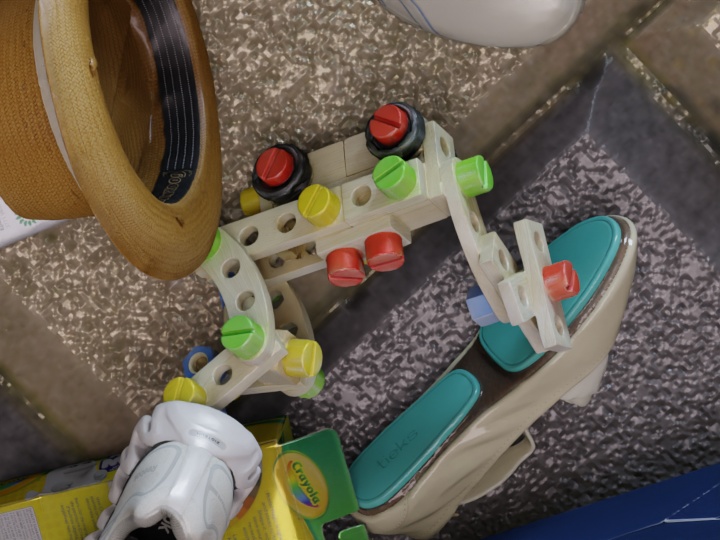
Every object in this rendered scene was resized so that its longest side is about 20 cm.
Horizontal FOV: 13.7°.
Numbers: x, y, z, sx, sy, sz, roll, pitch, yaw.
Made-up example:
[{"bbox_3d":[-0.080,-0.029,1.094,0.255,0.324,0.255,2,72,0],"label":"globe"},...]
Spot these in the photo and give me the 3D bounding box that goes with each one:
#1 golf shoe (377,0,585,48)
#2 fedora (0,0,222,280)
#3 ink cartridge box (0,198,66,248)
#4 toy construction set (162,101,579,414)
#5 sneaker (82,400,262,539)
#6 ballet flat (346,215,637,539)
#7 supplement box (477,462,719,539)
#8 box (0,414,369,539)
[{"bbox_3d":[0.017,-0.157,1.382,0.200,0.097,0.078,27,100,-11],"label":"golf shoe"},{"bbox_3d":[-0.129,-0.083,1.351,0.082,0.201,0.201,-14,105,16],"label":"fedora"},{"bbox_3d":[-0.260,-0.080,1.416,0.200,0.043,0.197,-22,106,3],"label":"ink cartridge box"},{"bbox_3d":[0.000,0.000,1.405,0.200,0.092,0.131,-11,60,10],"label":"toy construction set"},{"bbox_3d":[-0.107,0.156,1.397,0.075,0.081,0.200,19,124,-2],"label":"sneaker"},{"bbox_3d":[0.075,0.058,1.463,0.069,0.069,0.200,43,101,-12],"label":"ballet flat"},{"bbox_3d":[0.139,0.216,1.379,0.200,0.134,0.200,-17,100,1],"label":"supplement box"},{"bbox_3d":[-0.092,0.144,1.469,0.200,0.048,0.117,-13,105,10],"label":"box"}]
